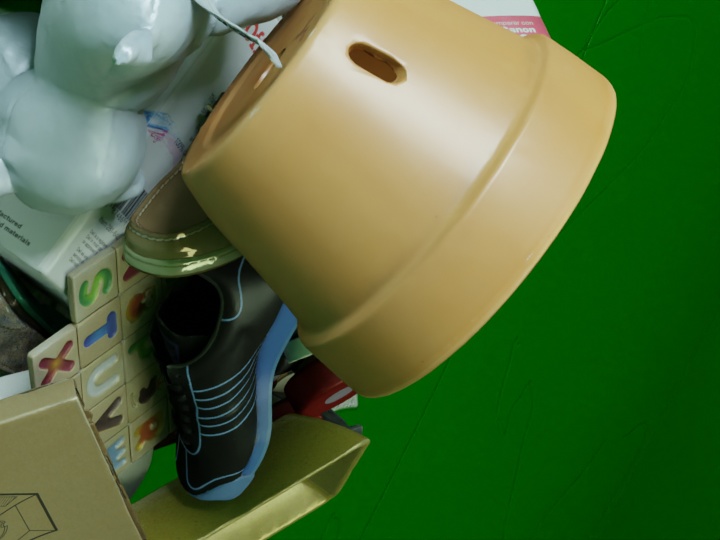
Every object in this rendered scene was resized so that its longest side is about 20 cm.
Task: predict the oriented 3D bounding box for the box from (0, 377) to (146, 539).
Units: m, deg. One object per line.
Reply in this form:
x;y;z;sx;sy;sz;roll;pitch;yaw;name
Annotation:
-0.231;0.144;0.951;0.200;0.021;0.164;-19;138;-4;box

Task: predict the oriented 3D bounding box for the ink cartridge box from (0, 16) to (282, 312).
-0.127;-0.073;0.985;0.200;0.084;0.145;-54;159;-9;ink cartridge box

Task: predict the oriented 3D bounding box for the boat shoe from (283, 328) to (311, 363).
0.002;-0.001;1.096;0.072;0.060;0.202;-25;-177;31;boat shoe

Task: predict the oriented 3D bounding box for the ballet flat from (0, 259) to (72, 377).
-0.205;0.050;1.030;0.067;0.068;0.200;-36;153;-2;ballet flat

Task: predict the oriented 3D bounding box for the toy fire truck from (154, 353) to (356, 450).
-0.096;0.070;1.177;0.168;0.112;0.200;-19;162;-40;toy fire truck

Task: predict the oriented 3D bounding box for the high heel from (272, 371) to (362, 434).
-0.035;0.025;1.280;0.071;0.142;0.200;-2;117;-44;high heel

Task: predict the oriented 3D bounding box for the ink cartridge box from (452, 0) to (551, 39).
0.053;-0.145;1.124;0.085;0.200;0.146;-7;139;-15;ink cartridge box

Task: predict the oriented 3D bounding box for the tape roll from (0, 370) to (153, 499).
-0.221;0.135;1.035;0.202;0.037;0.203;-27;152;-16;tape roll

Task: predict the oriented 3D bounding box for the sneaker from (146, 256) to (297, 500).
-0.090;0.056;0.996;0.078;0.070;0.200;-4;127;-32;sneaker

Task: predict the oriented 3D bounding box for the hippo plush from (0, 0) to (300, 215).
-0.114;-0.105;0.849;0.159;0.200;0.161;-6;137;-38;hippo plush

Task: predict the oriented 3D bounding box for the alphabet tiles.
-0.116;0.036;0.999;0.200;0.006;0.167;-38;143;-39;alphabet tiles

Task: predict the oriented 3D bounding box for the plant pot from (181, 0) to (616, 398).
0.007;-0.058;0.840;0.200;0.140;0.200;-49;-166;16;plant pot

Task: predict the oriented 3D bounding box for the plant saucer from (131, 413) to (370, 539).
-0.100;0.164;1.146;0.200;0.049;0.200;-29;169;-16;plant saucer

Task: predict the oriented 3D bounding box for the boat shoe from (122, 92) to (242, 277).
-0.059;-0.069;0.940;0.200;0.074;0.067;-43;141;-38;boat shoe
